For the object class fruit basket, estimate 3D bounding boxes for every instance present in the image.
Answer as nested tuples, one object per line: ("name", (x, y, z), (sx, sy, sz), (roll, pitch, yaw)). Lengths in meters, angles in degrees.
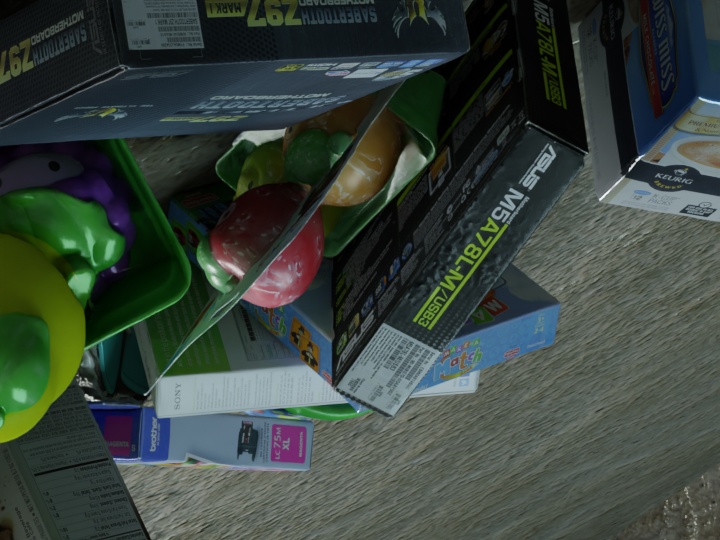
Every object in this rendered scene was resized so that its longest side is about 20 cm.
("fruit basket", (-0.041, -0.042, 1.341), (0.200, 0.094, 0.185), (-51, -176, -40))
("fruit basket", (-0.192, 0.006, 1.217), (0.215, 0.156, 0.216), (-28, -179, 0))

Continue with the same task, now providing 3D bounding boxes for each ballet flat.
("ballet flat", (-0.180, 0.055, 1.617), (0.071, 0.072, 0.200), (-27, 164, -2))

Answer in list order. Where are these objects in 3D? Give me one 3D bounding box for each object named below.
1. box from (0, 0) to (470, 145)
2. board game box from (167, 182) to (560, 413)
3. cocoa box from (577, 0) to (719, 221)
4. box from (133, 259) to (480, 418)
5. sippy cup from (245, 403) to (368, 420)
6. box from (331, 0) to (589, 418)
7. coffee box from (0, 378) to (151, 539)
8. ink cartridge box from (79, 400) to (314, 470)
("box", (-0.073, -0.101, 1.156), (0.199, 0.051, 0.157), (-5, 173, -38))
("board game box", (0.000, 0.000, 1.494), (0.151, 0.200, 0.037), (-17, 132, -35))
("cocoa box", (0.255, -0.114, 1.535), (0.199, 0.134, 0.131), (9, 151, -21))
("box", (-0.040, 0.028, 1.516), (0.199, 0.145, 0.037), (-3, 125, -13))
("sippy cup", (-0.042, 0.047, 1.722), (0.140, 0.177, 0.130), (-60, -168, -23))
("box", (0.049, -0.049, 1.369), (0.200, 0.047, 0.194), (-54, -163, 28))
("coffee box", (-0.217, 0.130, 1.524), (0.113, 0.201, 0.080), (-37, 163, 35))
("ink cartridge box", (-0.139, 0.110, 1.632), (0.119, 0.042, 0.199), (-2, 170, 39))
